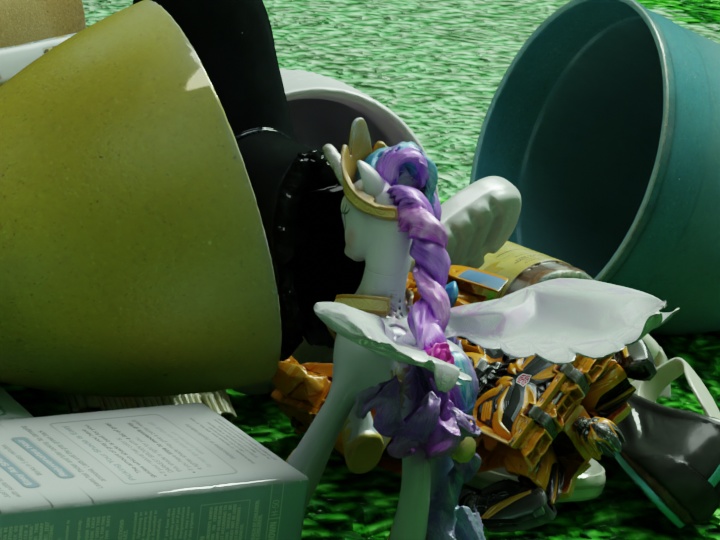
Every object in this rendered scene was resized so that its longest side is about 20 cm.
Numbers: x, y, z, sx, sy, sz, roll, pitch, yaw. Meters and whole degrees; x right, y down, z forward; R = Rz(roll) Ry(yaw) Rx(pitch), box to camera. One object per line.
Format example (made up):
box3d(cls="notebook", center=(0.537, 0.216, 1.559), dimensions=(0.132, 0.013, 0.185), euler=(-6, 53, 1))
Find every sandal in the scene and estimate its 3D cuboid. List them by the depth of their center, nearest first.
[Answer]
box3d(cls="sandal", center=(-0.001, 0.005, 1.624), dimensions=(0.202, 0.083, 0.050), euler=(-29, 60, -24))

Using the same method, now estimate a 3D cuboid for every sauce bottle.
box3d(cls="sauce bottle", center=(0.068, 0.010, 1.737), dimensions=(0.065, 0.065, 0.200), euler=(-1, 10, -28))

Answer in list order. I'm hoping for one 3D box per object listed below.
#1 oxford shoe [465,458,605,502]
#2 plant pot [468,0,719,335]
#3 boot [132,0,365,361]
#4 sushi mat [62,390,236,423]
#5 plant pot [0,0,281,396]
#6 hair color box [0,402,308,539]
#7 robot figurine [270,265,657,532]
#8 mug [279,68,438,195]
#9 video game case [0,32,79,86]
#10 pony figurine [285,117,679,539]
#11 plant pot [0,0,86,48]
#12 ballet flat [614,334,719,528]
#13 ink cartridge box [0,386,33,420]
box3d(cls="oxford shoe", center=(0.064, 0.069, 1.563), dimensions=(0.075, 0.058, 0.200), euler=(1, 20, -28))
box3d(cls="plant pot", center=(0.197, -0.047, 1.799), dimensions=(0.188, 0.200, 0.200), euler=(16, 12, -30))
box3d(cls="boot", center=(-0.051, -0.060, 1.503), dimensions=(0.073, 0.199, 0.162), euler=(-15, 21, -17))
box3d(cls="sushi mat", center=(-0.138, 0.005, 1.585), dimensions=(0.096, 0.012, 0.200), euler=(5, 44, -33))
box3d(cls="plant pot", center=(-0.141, -0.017, 1.468), dimensions=(0.142, 0.200, 0.200), euler=(-19, 25, -15))
box3d(cls="hair color box", center=(-0.134, 0.111, 1.333), dimensions=(0.200, 0.061, 0.099), euler=(-3, 20, -34))
box3d(cls="robot figurine", center=(0.051, 0.059, 1.495), dimensions=(0.200, 0.058, 0.145), euler=(15, 61, 45))
box3d(cls="mug", center=(-0.070, -0.034, 1.723), dimensions=(0.200, 0.148, 0.175), euler=(-27, 16, -8))
box3d(cls="video game case", center=(-0.240, -0.076, 1.575), dimensions=(0.182, 0.023, 0.200), euler=(-16, -6, -37))
box3d(cls="pony figurine", center=(0.028, 0.046, 1.375), dimensions=(0.166, 0.200, 0.193), euler=(-4, 21, -36))
box3d(cls="plant pot", center=(-0.283, -0.132, 1.734), dimensions=(0.186, 0.187, 0.200), euler=(13, 11, 14))
box3d(cls="ballet flat", center=(0.144, 0.070, 1.568), dimensions=(0.068, 0.068, 0.200), euler=(44, -2, -36))
box3d(cls="ink cartridge box", center=(-0.267, 0.074, 1.426), dimensions=(0.200, 0.039, 0.099), euler=(0, 19, -29))
